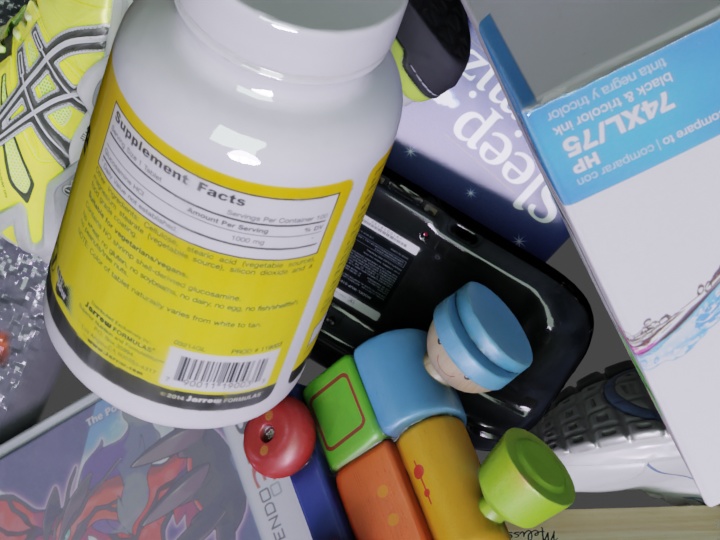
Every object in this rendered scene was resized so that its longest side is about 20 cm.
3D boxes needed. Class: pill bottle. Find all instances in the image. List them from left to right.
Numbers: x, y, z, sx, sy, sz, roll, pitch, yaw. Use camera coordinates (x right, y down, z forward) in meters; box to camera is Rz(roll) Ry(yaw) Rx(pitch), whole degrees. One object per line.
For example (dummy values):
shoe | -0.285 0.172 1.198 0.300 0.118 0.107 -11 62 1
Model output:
pill bottle | -0.049 -0.044 1.028 0.112 0.113 0.201 20 131 -3

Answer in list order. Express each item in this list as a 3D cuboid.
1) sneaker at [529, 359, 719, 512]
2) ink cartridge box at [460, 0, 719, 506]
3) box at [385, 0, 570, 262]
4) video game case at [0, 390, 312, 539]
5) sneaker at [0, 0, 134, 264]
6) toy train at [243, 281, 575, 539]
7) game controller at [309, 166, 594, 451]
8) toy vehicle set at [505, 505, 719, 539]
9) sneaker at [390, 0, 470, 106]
sneaker | 0.167 0.083 1.164 0.199 0.075 0.088 -5 114 6
ink cartridge box | 0.147 -0.046 1.048 0.145 0.147 0.201 -26 121 4
box | 0.052 -0.063 1.141 0.121 0.032 0.200 39 108 -10
video game case | -0.104 0.137 1.158 0.199 0.183 0.023 -30 147 13
sneaker | -0.124 -0.084 1.102 0.076 0.076 0.201 19 125 1
toy train | 0.039 0.110 1.065 0.116 0.201 0.084 -40 144 26
game controller | 0.000 0.000 1.142 0.199 0.042 0.105 31 124 0
toy vehicle set | 0.062 0.155 1.188 0.199 0.027 0.125 -2 136 5
sneaker | -0.034 -0.132 1.060 0.082 0.072 0.200 -22 119 24
